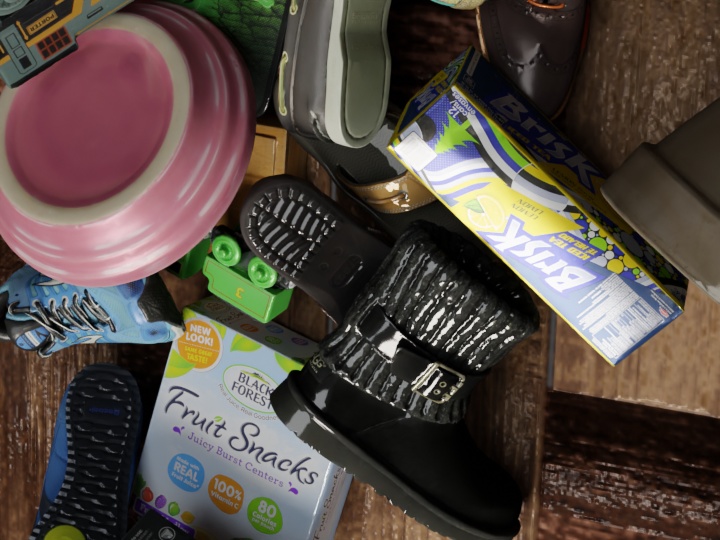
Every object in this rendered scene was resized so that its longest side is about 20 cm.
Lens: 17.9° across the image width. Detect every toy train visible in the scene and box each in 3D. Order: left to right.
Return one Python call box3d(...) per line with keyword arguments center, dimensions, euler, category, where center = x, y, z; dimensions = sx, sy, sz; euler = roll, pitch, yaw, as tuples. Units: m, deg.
box3d(center=(-0.184, -0.204, 1.457), dimensions=(0.200, 0.114, 0.085), euler=(-35, 53, -9), category="toy train")
box3d(center=(-0.126, -0.029, 1.537), dimensions=(0.200, 0.042, 0.056), euler=(30, 124, 19), category="toy train")

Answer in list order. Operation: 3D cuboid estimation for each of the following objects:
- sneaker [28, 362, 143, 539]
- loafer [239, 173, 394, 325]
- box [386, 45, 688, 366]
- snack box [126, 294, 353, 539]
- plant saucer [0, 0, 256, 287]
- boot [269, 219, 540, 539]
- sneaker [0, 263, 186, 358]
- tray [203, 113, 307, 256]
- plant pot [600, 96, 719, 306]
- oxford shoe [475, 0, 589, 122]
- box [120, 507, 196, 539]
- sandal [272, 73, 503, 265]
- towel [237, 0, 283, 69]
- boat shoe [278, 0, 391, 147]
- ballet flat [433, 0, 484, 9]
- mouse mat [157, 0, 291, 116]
box3d(center=(-0.193, 0.165, 1.595), dimensions=(0.066, 0.078, 0.201), euler=(12, 70, -5), category="sneaker")
box3d(center=(0.000, 0.000, 1.478), dimensions=(0.073, 0.071, 0.200), euler=(-41, 116, 7), category="loafer")
box3d(center=(0.111, -0.039, 1.400), dimensions=(0.200, 0.070, 0.064), euler=(44, 117, -10), category="box")
box3d(center=(-0.080, 0.137, 1.580), dimensions=(0.142, 0.053, 0.200), euler=(25, 111, 20), category="snack box")
box3d(center=(-0.167, -0.091, 1.496), dimensions=(0.200, 0.051, 0.201), euler=(-10, 66, 22), category="plant saucer")
box3d(center=(0.064, 0.077, 1.447), dimensions=(0.211, 0.079, 0.158), euler=(34, 104, -32), category="boot")
box3d(center=(-0.192, 0.032, 1.554), dimensions=(0.200, 0.090, 0.079), euler=(-2, 119, 56), category="sneaker")
box3d(center=(-0.134, -0.068, 1.573), dimensions=(0.200, 0.037, 0.099), euler=(12, 106, 25), category="tray")
box3d(center=(0.268, -0.047, 1.301), dimensions=(0.200, 0.200, 0.174), euler=(43, 100, 13), category="plant pot")
box3d(center=(0.107, -0.184, 1.392), dimensions=(0.071, 0.073, 0.201), euler=(0, 103, 0), category="oxford shoe")
box3d(center=(-0.140, 0.288, 1.546), dimensions=(0.124, 0.149, 0.200), euler=(33, 150, 18), category="box")
box3d(center=(0.023, -0.073, 1.466), dimensions=(0.200, 0.055, 0.082), euler=(42, 90, 12), category="sandal")
box3d(center=(-0.016, -0.237, 1.482), dimensions=(0.200, 0.030, 0.147), euler=(-31, 86, 32), category="towel")
box3d(center=(-0.014, -0.180, 1.429), dimensions=(0.060, 0.072, 0.202), euler=(11, 96, 35), category="boat shoe")
box3d(center=(0.054, -0.259, 1.383), dimensions=(0.071, 0.071, 0.201), euler=(-1, 82, 27), category="ballet flat")
box3d(center=(-0.122, -0.209, 1.530), dimensions=(0.200, 0.008, 0.161), euler=(29, 118, 29), category="mouse mat")
